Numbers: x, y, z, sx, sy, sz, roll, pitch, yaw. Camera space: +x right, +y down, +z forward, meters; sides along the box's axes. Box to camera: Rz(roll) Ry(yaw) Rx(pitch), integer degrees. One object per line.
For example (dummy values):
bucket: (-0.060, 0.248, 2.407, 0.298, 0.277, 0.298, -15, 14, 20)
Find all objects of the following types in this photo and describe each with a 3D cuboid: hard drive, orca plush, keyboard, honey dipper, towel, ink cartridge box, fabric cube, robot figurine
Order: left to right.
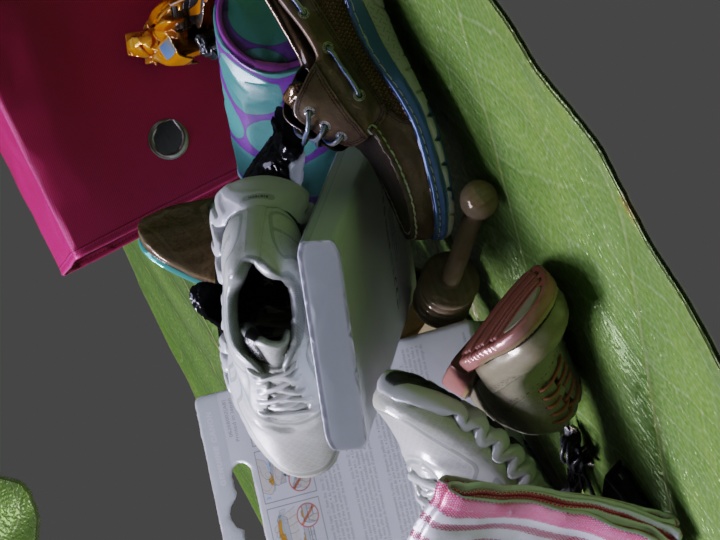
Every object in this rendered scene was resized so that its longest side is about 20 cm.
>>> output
fabric cube: (-0.168, -0.132, 2.012, 0.200, 0.195, 0.200, 64, 171, -1)
robot figurine: (-0.111, -0.198, 1.824, 0.200, 0.058, 0.146, 158, 104, -72)
orca plush: (-0.064, 0.008, 1.679, 0.105, 0.071, 0.201, 44, 136, 36)
hard drive: (0.000, 0.000, 1.659, 0.200, 0.027, 0.133, -71, -25, -63)
ink cartridge box: (0.007, 0.133, 1.747, 0.050, 0.199, 0.163, 5, -110, -64)
honey dipper: (0.059, -0.010, 1.656, 0.038, 0.038, 0.200, 60, 168, 12)
towel: (0.082, 0.197, 1.586, 0.030, 0.146, 0.201, -97, 23, -48)
keyboard: (0.152, 0.163, 1.692, 0.127, 0.021, 0.200, 58, 168, 23)

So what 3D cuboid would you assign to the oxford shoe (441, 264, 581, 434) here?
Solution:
oxford shoe: (0.099, 0.050, 1.572, 0.074, 0.071, 0.200, 40, 171, 3)

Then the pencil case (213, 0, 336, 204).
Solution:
pencil case: (-0.043, -0.114, 1.747, 0.200, 0.085, 0.093, 85, -164, -64)

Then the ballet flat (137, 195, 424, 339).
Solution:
ballet flat: (-0.040, -0.011, 1.779, 0.199, 0.072, 0.068, 24, -144, -18)

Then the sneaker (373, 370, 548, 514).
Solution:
sneaker: (0.066, 0.136, 1.606, 0.200, 0.081, 0.075, 49, 169, -31)

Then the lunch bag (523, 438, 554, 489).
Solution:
lunch bag: (0.053, 0.188, 1.847, 0.076, 0.160, 0.200, 57, 169, 24)

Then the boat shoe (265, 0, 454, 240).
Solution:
boat shoe: (-0.009, -0.103, 1.593, 0.072, 0.072, 0.201, 147, 100, -79)

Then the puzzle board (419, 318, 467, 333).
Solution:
puzzle board: (-0.001, 0.070, 1.899, 0.151, 0.017, 0.201, 43, 131, 31)

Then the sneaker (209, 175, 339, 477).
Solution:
sneaker: (-0.050, 0.047, 1.627, 0.081, 0.075, 0.201, -92, -8, -56)
